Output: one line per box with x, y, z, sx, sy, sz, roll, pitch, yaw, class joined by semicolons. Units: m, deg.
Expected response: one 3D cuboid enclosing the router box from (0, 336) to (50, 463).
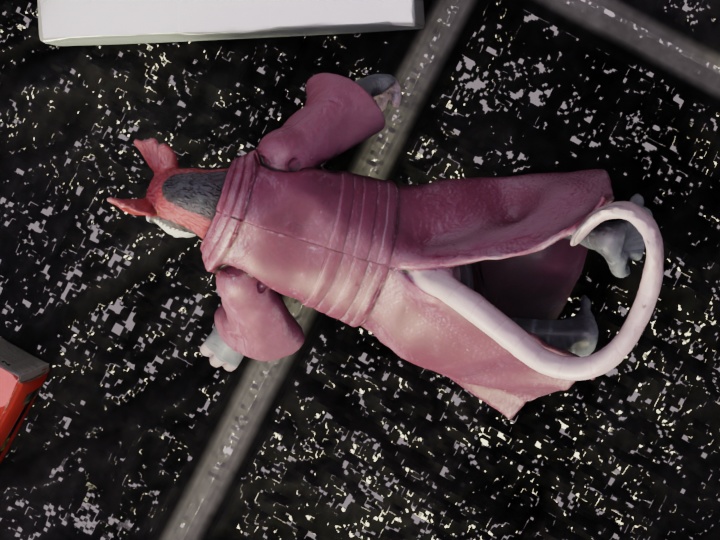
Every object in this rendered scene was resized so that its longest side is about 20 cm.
-0.256;0.071;0.973;0.199;0.049;0.180;29;97;4;router box

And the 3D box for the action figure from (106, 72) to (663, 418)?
0.000;0.000;0.894;0.198;0.149;0.135;14;102;-8;action figure

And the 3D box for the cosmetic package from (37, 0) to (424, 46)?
-0.053;-0.192;0.926;0.149;0.052;0.202;-1;94;8;cosmetic package
